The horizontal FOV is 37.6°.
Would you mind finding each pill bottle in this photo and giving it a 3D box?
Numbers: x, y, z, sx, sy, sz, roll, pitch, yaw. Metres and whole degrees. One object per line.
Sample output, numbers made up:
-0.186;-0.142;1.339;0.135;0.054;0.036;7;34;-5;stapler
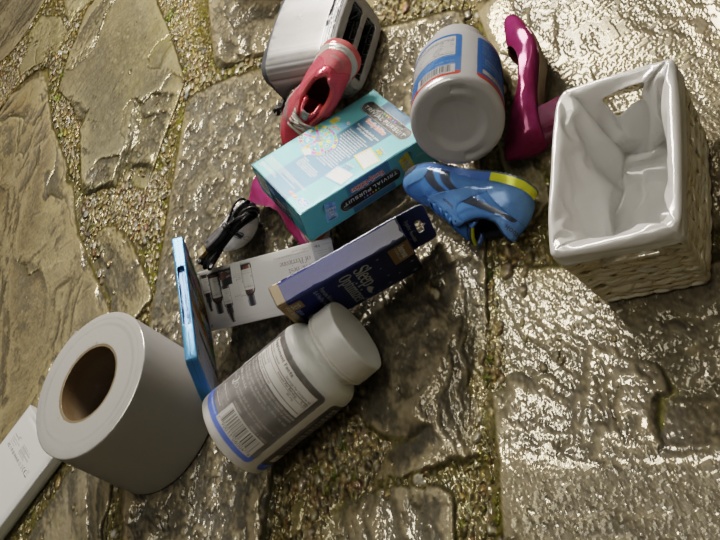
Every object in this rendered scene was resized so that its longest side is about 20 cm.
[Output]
0.118;-0.222;1.274;0.111;0.113;0.201;-29;26;23;pill bottle
-0.079;0.135;1.233;0.199;0.114;0.114;-39;44;13;pill bottle

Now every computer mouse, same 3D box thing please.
-0.167;-0.056;1.438;0.110;0.044;0.200;-52;4;8;computer mouse

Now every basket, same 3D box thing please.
0.277;-0.084;1.062;0.134;0.123;0.203;-13;56;34;basket

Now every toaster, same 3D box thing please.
-0.056;-0.319;1.516;0.128;0.114;0.202;-2;60;37;toaster

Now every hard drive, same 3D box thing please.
-0.523;0.315;1.564;0.201;0.026;0.132;-53;42;0;hard drive

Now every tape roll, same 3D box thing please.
-0.308;0.175;1.388;0.201;0.139;0.205;-21;52;29;tape roll

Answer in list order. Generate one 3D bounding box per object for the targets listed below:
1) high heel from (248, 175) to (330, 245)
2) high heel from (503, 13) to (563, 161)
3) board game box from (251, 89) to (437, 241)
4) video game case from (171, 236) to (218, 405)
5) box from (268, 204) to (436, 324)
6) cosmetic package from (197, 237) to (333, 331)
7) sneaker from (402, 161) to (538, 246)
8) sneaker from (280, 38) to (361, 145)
-0.103;-0.071;1.436;0.096;0.067;0.201;-50;47;27;high heel
0.185;-0.224;1.271;0.095;0.068;0.202;-26;51;11;high heel
-0.021;-0.139;1.363;0.199;0.047;0.151;-32;42;-11;board game box
-0.207;0.077;1.338;0.018;0.144;0.202;-13;48;-2;video game case
0.000;0.000;1.227;0.198;0.121;0.033;-30;69;3;box
-0.118;0.020;1.364;0.198;0.050;0.084;-14;92;35;cosmetic package
0.115;-0.076;1.241;0.198;0.066;0.079;14;76;45;sneaker
-0.072;-0.223;1.433;0.201;0.073;0.087;-58;2;44;sneaker
